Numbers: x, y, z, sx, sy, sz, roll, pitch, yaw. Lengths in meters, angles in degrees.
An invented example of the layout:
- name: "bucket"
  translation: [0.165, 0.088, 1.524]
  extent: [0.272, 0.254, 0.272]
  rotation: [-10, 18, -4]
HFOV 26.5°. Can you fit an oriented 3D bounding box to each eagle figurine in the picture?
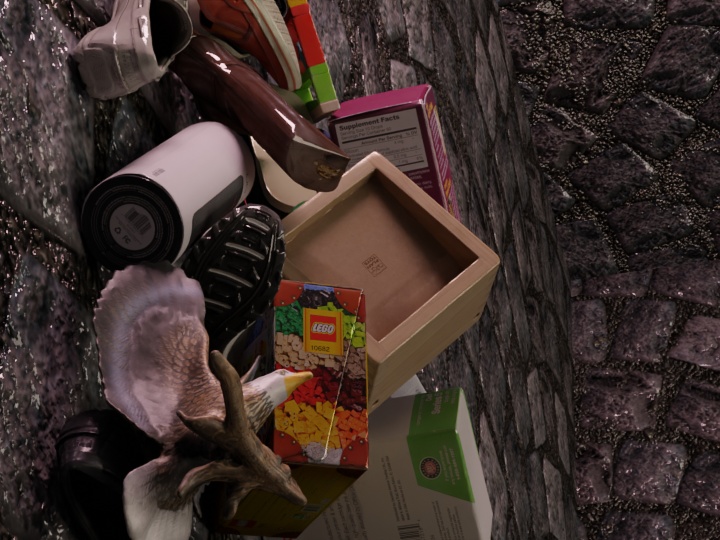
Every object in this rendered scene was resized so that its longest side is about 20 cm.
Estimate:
- name: "eagle figurine"
  translation: [-0.105, 0.094, 1.034]
  extent: [0.200, 0.151, 0.152]
  rotation: [33, -68, 57]

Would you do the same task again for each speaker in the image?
- name: "speaker"
  translation: [-0.146, -0.060, 1.193]
  extent: [0.200, 0.081, 0.081]
  rotation: [-55, 135, -70]

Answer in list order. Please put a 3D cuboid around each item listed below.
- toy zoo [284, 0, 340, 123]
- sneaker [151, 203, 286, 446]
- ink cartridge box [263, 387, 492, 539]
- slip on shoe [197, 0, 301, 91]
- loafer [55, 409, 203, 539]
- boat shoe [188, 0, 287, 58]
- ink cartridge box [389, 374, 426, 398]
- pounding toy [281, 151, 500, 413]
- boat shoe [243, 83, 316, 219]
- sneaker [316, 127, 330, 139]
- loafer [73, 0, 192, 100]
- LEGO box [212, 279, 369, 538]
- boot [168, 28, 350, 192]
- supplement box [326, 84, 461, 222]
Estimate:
- name: "toy zoo"
  translation: [-0.070, -0.250, 1.548]
  extent: [0.131, 0.020, 0.200]
  rotation: [179, -107, -79]
- name: "sneaker"
  translation: [-0.115, 0.038, 1.176]
  extent: [0.079, 0.074, 0.200]
  rotation: [-91, -156, -75]
- name: "ink cartridge box"
  translation: [0.009, 0.201, 1.405]
  extent: [0.084, 0.200, 0.146]
  rotation: [-73, 152, -64]
- name: "slip on shoe"
  translation: [-0.111, -0.230, 1.350]
  extent: [0.200, 0.061, 0.074]
  rotation: [51, 16, -45]
- name: "loafer"
  translation: [-0.153, 0.187, 1.045]
  extent: [0.070, 0.068, 0.201]
  rotation: [-80, 150, -58]
- name: "boat shoe"
  translation: [-0.106, -0.252, 1.479]
  extent: [0.199, 0.066, 0.075]
  rotation: [5, 76, -76]
- name: "ink cartridge box"
  translation: [-0.016, 0.034, 1.528]
  extent: [0.200, 0.041, 0.200]
  rotation: [52, -4, 33]
- name: "pounding toy"
  translation: [0.000, 0.000, 1.371]
  extent: [0.184, 0.200, 0.142]
  rotation: [-38, 160, -27]
- name: "boat shoe"
  translation: [-0.085, -0.108, 1.502]
  extent: [0.201, 0.074, 0.063]
  rotation: [-98, -153, -45]
- name: "sneaker"
  translation: [-0.040, -0.071, 1.626]
  extent: [0.200, 0.074, 0.082]
  rotation: [65, 23, -47]
- name: "loafer"
  translation: [-0.164, -0.189, 1.210]
  extent: [0.200, 0.070, 0.070]
  rotation: [-75, 152, -58]
- name: "LEGO box"
  translation: [-0.060, 0.117, 1.234]
  extent: [0.200, 0.077, 0.149]
  rotation: [126, -34, -58]
- name: "boot"
  translation: [-0.068, -0.119, 1.328]
  extent: [0.200, 0.064, 0.186]
  rotation: [39, 4, 31]
- name: "supplement box"
  translation: [0.042, -0.078, 1.568]
  extent: [0.131, 0.103, 0.200]
  rotation: [-64, 142, -74]
